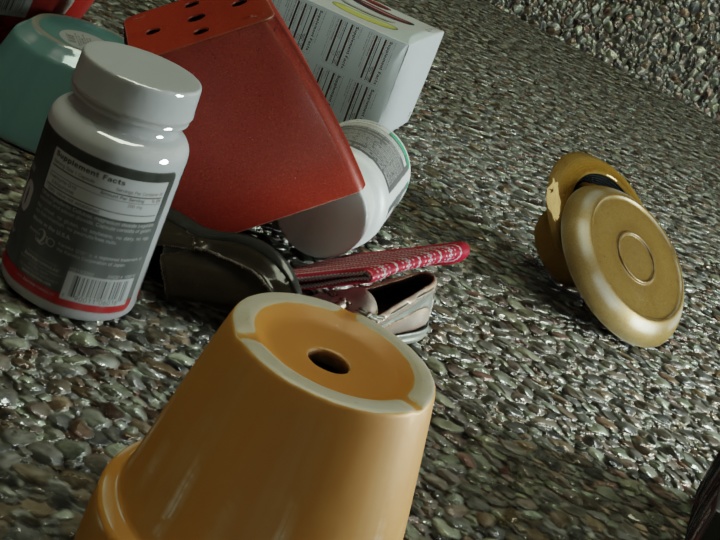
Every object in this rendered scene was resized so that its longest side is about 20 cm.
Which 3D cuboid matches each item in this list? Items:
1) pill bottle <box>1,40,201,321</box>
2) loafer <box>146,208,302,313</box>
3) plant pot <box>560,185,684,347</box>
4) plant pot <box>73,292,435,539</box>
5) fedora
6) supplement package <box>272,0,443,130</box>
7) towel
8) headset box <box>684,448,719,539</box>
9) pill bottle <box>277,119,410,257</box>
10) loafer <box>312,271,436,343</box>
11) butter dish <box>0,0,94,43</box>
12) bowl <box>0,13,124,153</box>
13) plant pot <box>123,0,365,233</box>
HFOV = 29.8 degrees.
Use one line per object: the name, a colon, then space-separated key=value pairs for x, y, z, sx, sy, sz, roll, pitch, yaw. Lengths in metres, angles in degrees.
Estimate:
pill bottle: x=-0.203 y=-0.071 z=1.070 sx=0.114 sy=0.200 sz=0.114 roll=20 pitch=21 yaw=-8
loafer: x=-0.137 y=0.006 z=1.152 sx=0.200 sy=0.073 sz=0.071 roll=21 pitch=45 yaw=29
plant pot: x=0.306 y=-0.010 z=1.535 sx=0.200 sy=0.027 sz=0.200 roll=22 pitch=54 yaw=-34
plant pot: x=-0.048 y=0.121 z=0.795 sx=0.200 sy=0.184 sz=0.200 roll=20 pitch=21 yaw=-8
fedora: x=0.265 y=-0.041 z=1.596 sx=0.200 sy=0.082 sz=0.201 roll=22 pitch=54 yaw=-34
supplement package: x=-0.020 y=-0.296 z=1.868 sx=0.200 sy=0.147 sz=0.191 roll=26 pitch=21 yaw=9
towel: x=0.000 y=0.000 z=1.257 sx=0.144 sy=0.023 sz=0.200 roll=-7 pitch=4 yaw=30
headset box: x=0.346 y=0.226 z=1.103 sx=0.148 sy=0.075 sz=0.200 roll=27 pitch=21 yaw=10
pill bottle: x=-0.018 y=-0.087 z=1.420 sx=0.113 sy=0.113 sz=0.200 roll=25 pitch=20 yaw=4
loafer: x=0.000 y=0.035 z=1.218 sx=0.072 sy=0.063 sz=0.200 roll=35 pitch=24 yaw=28
butter dish: x=-0.398 y=-0.326 z=1.441 sx=0.200 sy=0.199 sz=0.148 roll=6 pitch=61 yaw=-38
bowl: x=-0.299 y=-0.195 z=1.402 sx=0.200 sy=0.105 sz=0.201 roll=20 pitch=22 yaw=-8
plant pot: x=-0.128 y=-0.160 z=1.278 sx=0.200 sy=0.177 sz=0.200 roll=-18 pitch=30 yaw=-4
